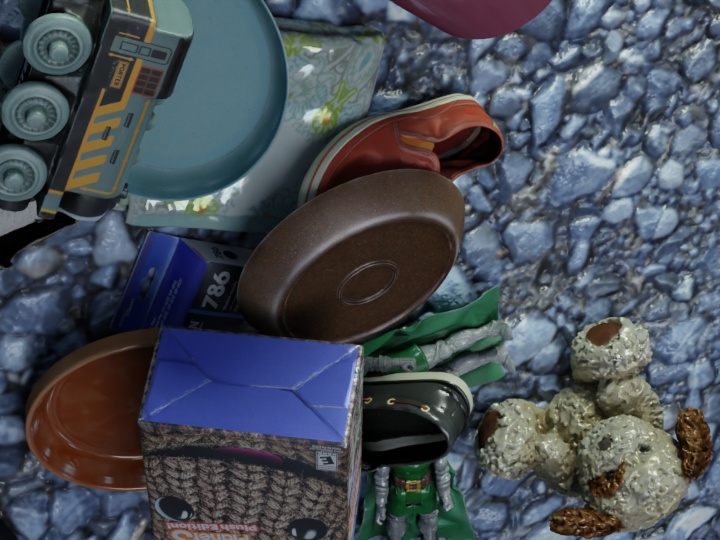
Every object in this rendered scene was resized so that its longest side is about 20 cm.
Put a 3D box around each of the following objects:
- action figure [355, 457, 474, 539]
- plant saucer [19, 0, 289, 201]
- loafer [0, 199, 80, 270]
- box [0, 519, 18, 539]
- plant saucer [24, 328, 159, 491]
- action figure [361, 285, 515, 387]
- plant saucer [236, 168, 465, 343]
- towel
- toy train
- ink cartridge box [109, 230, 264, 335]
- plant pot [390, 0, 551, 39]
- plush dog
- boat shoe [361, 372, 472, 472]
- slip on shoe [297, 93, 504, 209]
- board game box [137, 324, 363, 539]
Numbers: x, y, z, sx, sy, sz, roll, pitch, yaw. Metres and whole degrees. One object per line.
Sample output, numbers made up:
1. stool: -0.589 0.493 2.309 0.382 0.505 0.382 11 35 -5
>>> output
1. action figure: 0.046 0.197 1.572 0.118 0.055 0.200 -8 136 -4
2. plant saucer: -0.145 -0.146 1.245 0.200 0.027 0.201 5 115 11
3. loafer: -0.290 -0.030 1.279 0.200 0.071 0.073 -29 130 -6
4. box: -0.386 0.248 1.388 0.198 0.123 0.200 -30 132 -4
5. plant saucer: -0.175 0.112 1.431 0.200 0.032 0.201 -8 140 -7
6. action figure: 0.038 0.092 1.542 0.200 0.055 0.118 -18 131 -9
7. plant saucer: 0.000 0.000 1.381 0.200 0.035 0.200 -21 149 -14
8. towel: -0.088 -0.112 1.340 0.200 0.048 0.171 1 122 -27
9. toy train: -0.193 -0.118 1.202 0.114 0.085 0.200 12 123 -22
10. ink cartridge box: -0.098 0.032 1.440 0.200 0.039 0.100 9 118 -30
11. plant pot: 0.061 -0.260 1.233 0.200 0.200 0.179 -42 146 6
12. plush dog: 0.231 0.172 1.609 0.200 0.172 0.161 -39 131 2
13. boat shoe: -0.005 0.131 1.464 0.201 0.063 0.074 -9 119 28
14. slip on shoe: 0.034 -0.085 1.373 0.200 0.061 0.074 -24 137 -34
15. board game box: -0.082 0.148 1.367 0.159 0.097 0.200 5 139 5
